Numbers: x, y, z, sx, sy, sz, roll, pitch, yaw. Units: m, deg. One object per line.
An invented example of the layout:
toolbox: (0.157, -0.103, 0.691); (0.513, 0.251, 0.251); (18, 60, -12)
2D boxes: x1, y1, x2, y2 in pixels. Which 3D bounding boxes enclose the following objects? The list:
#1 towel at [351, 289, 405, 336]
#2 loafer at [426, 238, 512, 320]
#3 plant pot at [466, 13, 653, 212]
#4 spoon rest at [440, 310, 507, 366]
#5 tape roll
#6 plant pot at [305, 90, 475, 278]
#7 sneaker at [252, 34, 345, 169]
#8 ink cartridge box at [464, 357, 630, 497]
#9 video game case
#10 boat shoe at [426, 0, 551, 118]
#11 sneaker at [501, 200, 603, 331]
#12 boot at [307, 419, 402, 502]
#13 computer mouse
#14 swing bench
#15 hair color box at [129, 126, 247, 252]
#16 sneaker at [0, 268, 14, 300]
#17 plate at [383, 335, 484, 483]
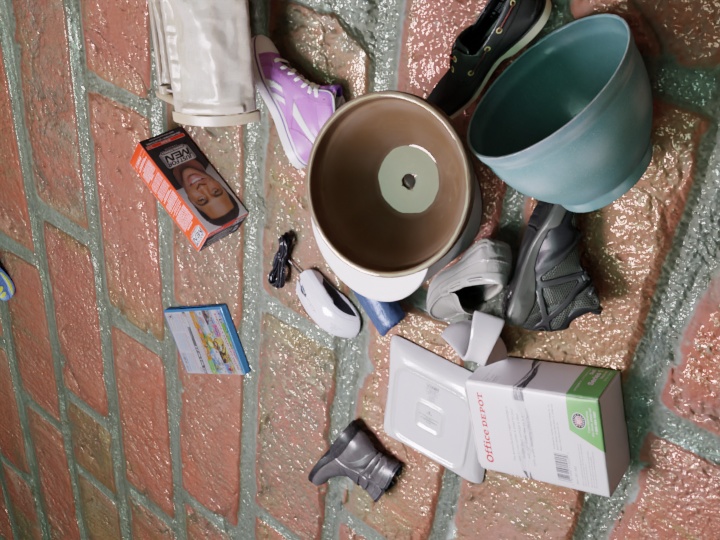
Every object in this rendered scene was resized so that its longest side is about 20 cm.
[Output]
towel: (0.000, 0.000, 1.183); (0.203, 0.048, 0.112); (58, 174, 4)
loafer: (0.141, 0.028, 1.065); (0.068, 0.072, 0.201); (11, 152, -13)
plant pot: (0.231, -0.150, 0.846); (0.198, 0.203, 0.134); (-19, 127, 45)
spoon rest: (0.155, 0.097, 1.055); (0.097, 0.062, 0.200); (18, 172, 7)
tape roll: (0.048, -0.080, 1.063); (0.199, 0.138, 0.208); (21, 125, 32)
plant pot: (0.043, -0.099, 0.901); (0.196, 0.092, 0.207); (4, 100, 24)
sneaker: (-0.083, -0.265, 1.141); (0.113, 0.072, 0.204); (-25, 90, 26)
ink cartridge box: (0.254, 0.206, 1.077); (0.196, 0.084, 0.150); (4, 115, 40)
video game case: (-0.312, 0.141, 1.586); (0.197, 0.018, 0.147); (-5, 108, 43)
boat shoe: (0.134, -0.256, 0.927); (0.062, 0.075, 0.201); (23, 136, -23)
sneaker: (0.255, -0.017, 0.970); (0.111, 0.076, 0.205); (15, 102, -4)
boot: (-0.013, 0.370, 1.417); (0.131, 0.070, 0.201); (42, 138, 8)
computer mouse: (-0.080, 0.039, 1.308); (0.200, 0.044, 0.111); (43, 133, 15)
swing bench: (-0.229, -0.329, 1.121); (0.200, 0.126, 0.204); (-130, 34, -58)
hair color box: (-0.296, -0.143, 1.358); (0.201, 0.101, 0.061); (51, 135, 6)
sneaker: (-0.975, -0.011, 2.047); (0.081, 0.071, 0.204); (-10, 109, 37)
plate: (0.115, 0.227, 1.248); (0.196, 0.032, 0.205); (24, 126, 31)
